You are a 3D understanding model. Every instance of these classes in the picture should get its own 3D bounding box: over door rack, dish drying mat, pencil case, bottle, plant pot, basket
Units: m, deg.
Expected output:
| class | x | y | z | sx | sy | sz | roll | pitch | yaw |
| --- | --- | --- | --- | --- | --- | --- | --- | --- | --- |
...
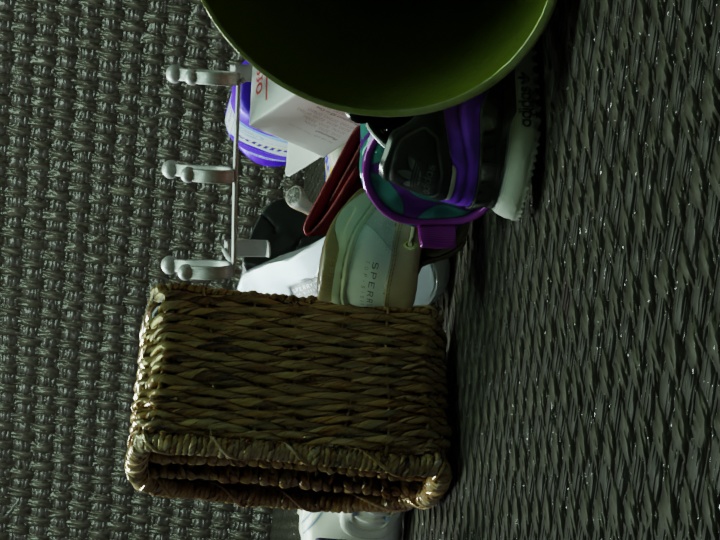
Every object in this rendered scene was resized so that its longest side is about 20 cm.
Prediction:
| class | x | y | z | sx | sy | sz | roll | pitch | yaw |
| --- | --- | --- | --- | --- | --- | --- | --- | --- | --- |
| over door rack | -0.104 | -0.072 | 1.846 | 0.200 | 0.066 | 0.148 | -45 | -42 | -82 |
| dish drying mat | 0.006 | -0.062 | 1.639 | 0.077 | 0.018 | 0.200 | -61 | -6 | 10 |
| pencil case | 0.037 | -0.097 | 1.491 | 0.200 | 0.085 | 0.093 | -95 | 9 | -64 |
| bottle | -0.068 | -0.124 | 2.085 | 0.200 | 0.083 | 0.066 | 131 | 153 | -80 |
| plant pot | 0.027 | -0.202 | 1.298 | 0.200 | 0.186 | 0.188 | -62 | -18 | -60 |
| basket | -0.047 | 0.111 | 1.622 | 0.149 | 0.199 | 0.143 | -91 | 8 | -48 |

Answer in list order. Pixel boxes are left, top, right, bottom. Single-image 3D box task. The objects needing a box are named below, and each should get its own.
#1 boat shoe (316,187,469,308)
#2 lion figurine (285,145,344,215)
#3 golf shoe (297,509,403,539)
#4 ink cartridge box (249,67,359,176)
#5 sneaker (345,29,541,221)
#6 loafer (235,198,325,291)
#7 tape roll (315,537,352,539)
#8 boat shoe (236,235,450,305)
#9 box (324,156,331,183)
| class | x | y | z | sx | sy | sz | roll | pitch | yaw |
| --- | --- | --- | --- | --- | --- | --- | --- | --- | --- |
| boat shoe | 0.034 | -0.032 | 1.566 | 0.200 | 0.066 | 0.074 | -58 | -19 | -52 |
| lion figurine | 0.002 | -0.078 | 1.901 | 0.072 | 0.122 | 0.201 | -20 | 63 | 38 |
| golf shoe | 0.002 | 0.150 | 1.818 | 0.097 | 0.078 | 0.201 | -134 | 47 | -77 |
| ink cartridge box | -0.015 | -0.158 | 1.764 | 0.200 | 0.068 | 0.116 | -32 | 47 | 45 |
| sneaker | 0.039 | -0.111 | 1.353 | 0.200 | 0.099 | 0.070 | -91 | 9 | -48 |
| loafer | -0.077 | 0.046 | 1.998 | 0.200 | 0.073 | 0.072 | -62 | -13 | -8 |
| tape roll | 0.007 | 0.260 | 1.523 | 0.200 | 0.085 | 0.201 | -175 | 90 | -85 |
| boat shoe | 0.001 | 0.003 | 1.744 | 0.199 | 0.068 | 0.074 | -22 | 95 | 50 |
| box | 0.006 | -0.076 | 2.042 | 0.200 | 0.064 | 0.070 | -91 | 7 | -60 |
